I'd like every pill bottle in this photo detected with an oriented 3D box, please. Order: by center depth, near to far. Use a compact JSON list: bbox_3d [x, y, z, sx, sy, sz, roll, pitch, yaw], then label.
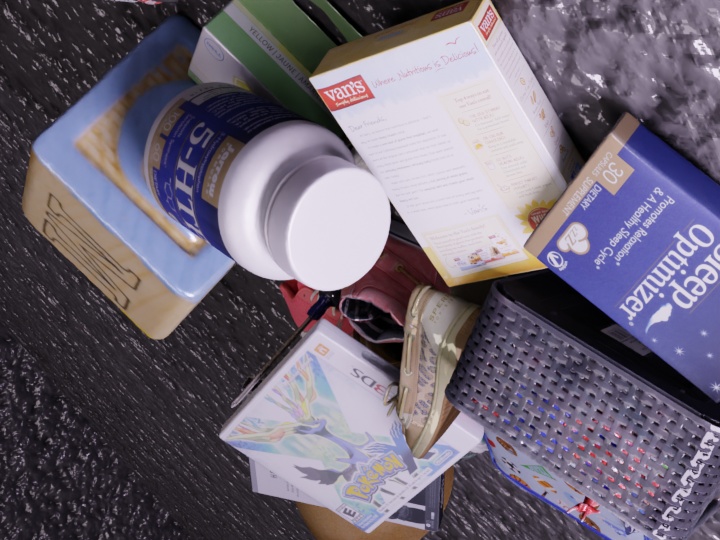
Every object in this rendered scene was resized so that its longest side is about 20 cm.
[{"bbox_3d":[-0.070,-0.062,0.952,0.199,0.120,0.120,30,157,49],"label":"pill bottle"}]

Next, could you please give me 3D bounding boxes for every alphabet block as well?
[{"bbox_3d":[-0.180,-0.079,1.178,0.196,0.195,0.200,45,158,-3],"label":"alphabet block"}]

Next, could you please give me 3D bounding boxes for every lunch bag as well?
[{"bbox_3d":[0.205,0.184,1.157,0.199,0.076,0.161,30,158,32],"label":"lunch bag"}]

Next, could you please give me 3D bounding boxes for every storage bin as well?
[{"bbox_3d":[0.178,0.090,0.907,0.199,0.095,0.135,33,-159,24],"label":"storage bin"}]

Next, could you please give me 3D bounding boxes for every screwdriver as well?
[{"bbox_3d":[-0.059,0.056,1.201,0.028,0.200,0.029,51,160,-22],"label":"screwdriver"}]

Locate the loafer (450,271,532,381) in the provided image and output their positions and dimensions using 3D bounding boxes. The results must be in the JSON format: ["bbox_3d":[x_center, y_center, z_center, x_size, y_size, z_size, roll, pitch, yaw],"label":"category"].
[{"bbox_3d":[0.107,0.016,1.014,0.075,0.070,0.201,9,140,55],"label":"loafer"}]

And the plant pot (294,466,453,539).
[{"bbox_3d":[-0.013,0.182,1.355,0.185,0.187,0.201,27,159,34],"label":"plant pot"}]

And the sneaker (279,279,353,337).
[{"bbox_3d":[-0.029,0.038,1.291,0.087,0.074,0.199,51,158,-17],"label":"sneaker"}]

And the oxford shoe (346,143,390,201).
[{"bbox_3d":[0.002,-0.081,1.033,0.200,0.074,0.058,120,137,-67],"label":"oxford shoe"}]

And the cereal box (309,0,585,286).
[{"bbox_3d":[0.073,-0.082,0.878,0.143,0.040,0.201,-10,125,40],"label":"cereal box"}]

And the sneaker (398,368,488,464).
[{"bbox_3d":[0.048,0.146,1.252,0.091,0.078,0.199,-37,125,26],"label":"sneaker"}]

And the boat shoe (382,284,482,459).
[{"bbox_3d":[0.059,0.082,1.032,0.062,0.073,0.201,32,143,15],"label":"boat shoe"}]

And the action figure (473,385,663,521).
[{"bbox_3d":[0.157,0.139,1.042,0.199,0.066,0.099,26,-166,29],"label":"action figure"}]

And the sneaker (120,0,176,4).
[{"bbox_3d":[-0.222,-0.297,1.010,0.107,0.067,0.202,11,145,49],"label":"sneaker"}]

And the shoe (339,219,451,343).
[{"bbox_3d":[0.000,0.000,1.137,0.199,0.091,0.072,20,145,43],"label":"shoe"}]

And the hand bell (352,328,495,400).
[{"bbox_3d":[0.090,0.094,1.207,0.104,0.105,0.200,17,160,48],"label":"hand bell"}]

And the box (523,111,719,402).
[{"bbox_3d":[0.212,0.005,0.806,0.199,0.032,0.122,38,138,5],"label":"box"}]

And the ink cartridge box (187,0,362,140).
[{"bbox_3d":[-0.062,-0.159,1.018,0.145,0.048,0.200,44,161,-2],"label":"ink cartridge box"}]

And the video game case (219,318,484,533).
[{"bbox_3d":[-0.013,0.150,1.172,0.181,0.022,0.200,34,133,-10],"label":"video game case"}]

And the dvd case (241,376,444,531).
[{"bbox_3d":[-0.016,0.180,1.231,0.197,0.025,0.152,10,132,13],"label":"dvd case"}]
